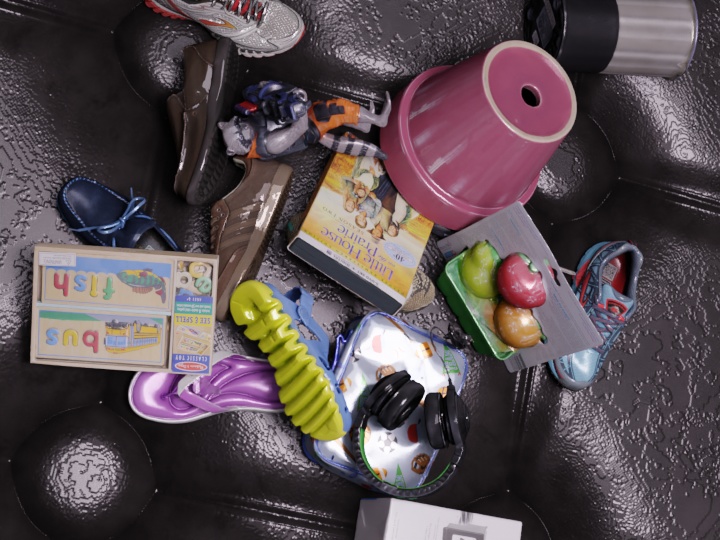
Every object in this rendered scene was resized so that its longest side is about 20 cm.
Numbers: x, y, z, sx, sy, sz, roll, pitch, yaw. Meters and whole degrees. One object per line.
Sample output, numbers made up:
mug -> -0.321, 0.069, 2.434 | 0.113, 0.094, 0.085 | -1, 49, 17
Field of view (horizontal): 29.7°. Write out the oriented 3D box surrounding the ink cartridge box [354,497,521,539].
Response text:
ink cartridge box -> 0.104, 0.308, 1.548 | 0.199, 0.116, 0.067 | 13, 77, -16

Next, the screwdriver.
screwdriver -> 0.173, -0.024, 1.668 | 0.199, 0.028, 0.029 | 24, 106, -14

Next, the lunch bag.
lunch bag -> 0.026, 0.149, 1.571 | 0.160, 0.076, 0.201 | 25, 76, -10

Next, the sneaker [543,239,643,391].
sneaker -> 0.287, 0.049, 1.654 | 0.079, 0.096, 0.201 | 23, 76, -12

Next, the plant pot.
plant pot -> 0.149, -0.169, 1.578 | 0.199, 0.179, 0.201 | 11, 64, -24

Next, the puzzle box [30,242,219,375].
puzzle box -> -0.257, 0.043, 1.478 | 0.199, 0.025, 0.134 | 3, 102, -4

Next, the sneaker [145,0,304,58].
sneaker -> -0.159, -0.308, 1.577 | 0.199, 0.082, 0.078 | 18, 77, -15

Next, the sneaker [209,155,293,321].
sneaker -> -0.145, -0.040, 1.560 | 0.075, 0.070, 0.201 | 21, 72, 6

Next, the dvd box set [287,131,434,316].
dvd box set -> 0.010, -0.057, 1.570 | 0.146, 0.029, 0.200 | 33, 44, -9

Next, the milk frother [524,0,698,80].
milk frother -> 0.322, -0.340, 1.672 | 0.187, 0.200, 0.181 | -1, 78, -18

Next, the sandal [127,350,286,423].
sandal -> -0.159, 0.126, 1.528 | 0.202, 0.050, 0.083 | -3, 83, -18

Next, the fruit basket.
fruit basket -> 0.183, 0.020, 1.574 | 0.094, 0.200, 0.186 | -32, 92, -34

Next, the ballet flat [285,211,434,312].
ballet flat -> 0.000, 0.000, 1.582 | 0.200, 0.075, 0.068 | 30, 101, -11

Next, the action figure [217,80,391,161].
action figure -> -0.062, -0.159, 1.530 | 0.193, 0.200, 0.105 | -9, 106, -9

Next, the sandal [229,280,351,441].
sandal -> -0.061, 0.092, 1.507 | 0.087, 0.079, 0.201 | -22, 85, -50

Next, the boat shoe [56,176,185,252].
boat shoe -> -0.246, -0.040, 1.516 | 0.200, 0.069, 0.084 | 34, 73, -10

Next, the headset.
headset -> 0.070, 0.155, 1.505 | 0.123, 0.094, 0.201 | 19, 82, 15

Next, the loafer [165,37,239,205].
loafer -> -0.189, -0.171, 1.562 | 0.071, 0.073, 0.201 | 7, 76, 12
